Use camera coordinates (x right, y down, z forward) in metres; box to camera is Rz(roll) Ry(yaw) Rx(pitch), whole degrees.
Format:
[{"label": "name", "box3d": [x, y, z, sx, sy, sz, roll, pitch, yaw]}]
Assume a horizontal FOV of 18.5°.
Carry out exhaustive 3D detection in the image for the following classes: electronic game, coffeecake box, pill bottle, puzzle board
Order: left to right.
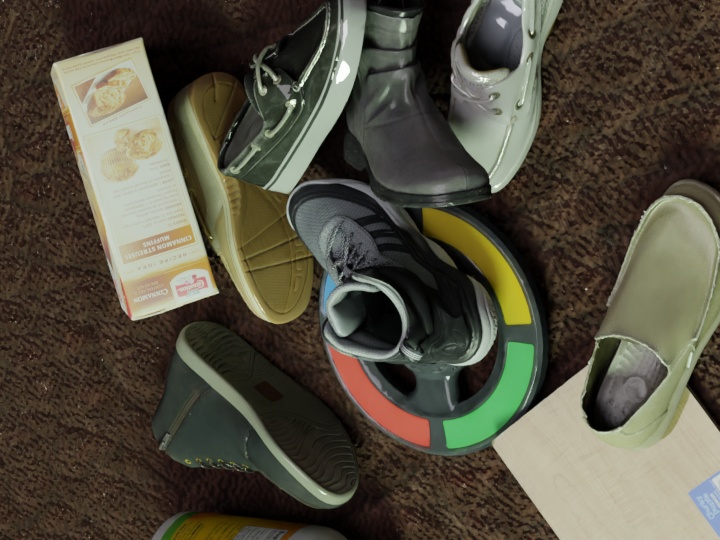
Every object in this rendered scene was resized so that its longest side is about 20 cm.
[{"label": "coffeecake box", "box3d": [-0.177, -0.071, 1.716, 0.073, 0.153, 0.201, -17, 95, -8]}, {"label": "pill bottle", "box3d": [-0.068, 0.256, 1.764, 0.199, 0.111, 0.112, 2, 105, 34]}, {"label": "electronic game", "box3d": [0.052, 0.042, 1.661, 0.199, 0.042, 0.201, 11, 110, 32]}, {"label": "puzzle board", "box3d": [0.207, 0.161, 1.592, 0.151, 0.017, 0.200, -40, 80, 25]}]

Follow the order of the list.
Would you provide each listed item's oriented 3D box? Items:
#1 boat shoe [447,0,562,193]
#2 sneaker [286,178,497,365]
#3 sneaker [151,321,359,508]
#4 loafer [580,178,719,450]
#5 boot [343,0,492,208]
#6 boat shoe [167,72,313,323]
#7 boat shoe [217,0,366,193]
[{"label": "boat shoe", "box3d": [0.090, -0.144, 1.562, 0.071, 0.069, 0.201, 23, 117, 25]}, {"label": "sneaker", "box3d": [0.000, 0.000, 1.597, 0.200, 0.114, 0.076, 40, 117, 26]}, {"label": "sneaker", "box3d": [-0.084, 0.140, 1.774, 0.200, 0.075, 0.107, 44, 129, 27]}, {"label": "loafer", "box3d": [0.205, 0.036, 1.526, 0.075, 0.068, 0.201, 21, 106, 24]}, {"label": "boot", "box3d": [0.032, -0.125, 1.562, 0.200, 0.069, 0.132, -145, 51, -59]}, {"label": "boat shoe", "box3d": [-0.096, -0.054, 1.726, 0.069, 0.074, 0.201, -12, 97, 55]}, {"label": "boat shoe", "box3d": [-0.051, -0.130, 1.612, 0.200, 0.063, 0.071, 119, 155, -43]}]
